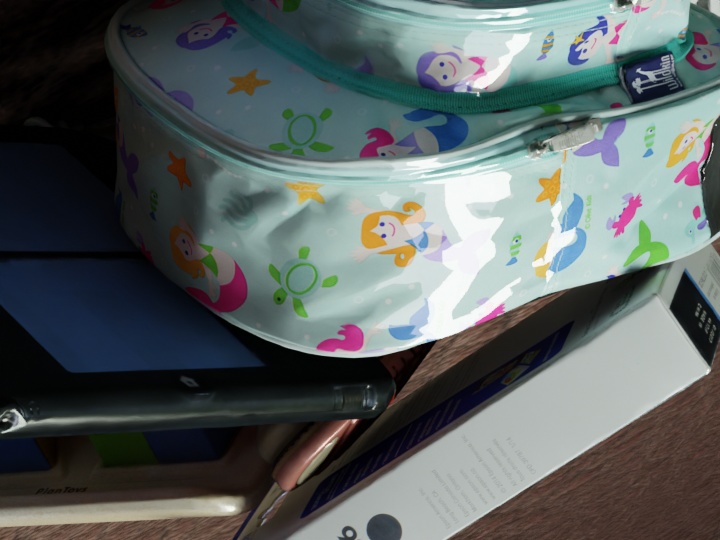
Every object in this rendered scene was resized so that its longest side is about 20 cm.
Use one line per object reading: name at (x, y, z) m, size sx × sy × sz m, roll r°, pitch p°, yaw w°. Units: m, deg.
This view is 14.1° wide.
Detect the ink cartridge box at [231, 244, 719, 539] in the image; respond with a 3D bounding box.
ink cartridge box at (0.042, 0.058, 1.049) m, size 0.200 × 0.039 × 0.099 m, roll -33°, pitch -172°, yaw 21°

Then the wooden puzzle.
wooden puzzle at (-0.089, 0.028, 1.141) m, size 0.185 × 0.046 × 0.200 m, roll -6°, pitch -148°, yaw 32°

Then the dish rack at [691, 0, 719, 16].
dish rack at (0.146, -0.164, 1.083) m, size 0.172 × 0.044 × 0.200 m, roll -39°, pitch 157°, yaw -15°

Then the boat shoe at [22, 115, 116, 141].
boat shoe at (-0.120, -0.017, 1.109) m, size 0.201 × 0.070 × 0.072 m, roll -34°, pitch 142°, yaw -10°

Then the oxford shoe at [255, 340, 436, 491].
oxford shoe at (0.000, 0.000, 1.079) m, size 0.070 × 0.075 × 0.200 m, roll -52°, pitch -177°, yaw 46°

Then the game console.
game console at (-0.106, 0.000, 0.969) m, size 0.200 × 0.177 × 0.031 m, roll -1°, pitch 118°, yaw -47°

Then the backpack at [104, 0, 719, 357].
backpack at (0.016, -0.062, 0.989) m, size 0.200 × 0.177 × 0.151 m, roll -25°, pitch 132°, yaw -28°
